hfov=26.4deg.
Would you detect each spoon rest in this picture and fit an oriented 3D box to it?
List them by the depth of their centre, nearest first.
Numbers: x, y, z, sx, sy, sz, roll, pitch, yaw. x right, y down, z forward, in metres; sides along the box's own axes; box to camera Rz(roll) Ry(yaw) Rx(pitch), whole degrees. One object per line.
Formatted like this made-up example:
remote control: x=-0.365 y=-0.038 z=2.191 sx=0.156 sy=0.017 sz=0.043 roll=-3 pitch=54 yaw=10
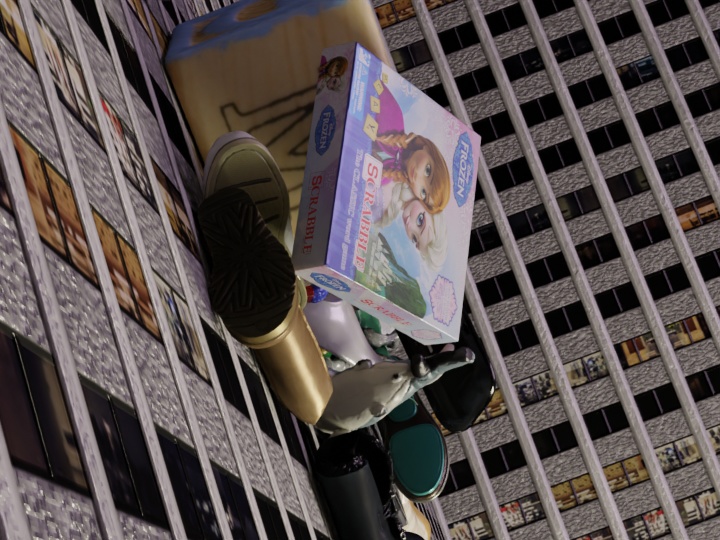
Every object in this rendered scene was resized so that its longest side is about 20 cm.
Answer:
spoon rest: x=-0.009 y=0.059 z=1.512 sx=0.061 sy=0.198 sz=0.100 roll=-62 pitch=180 yaw=30

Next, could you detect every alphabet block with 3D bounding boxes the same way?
alphabet block: x=-0.060 y=-0.159 z=1.467 sx=0.196 sy=0.194 sz=0.202 roll=-99 pitch=169 yaw=-72

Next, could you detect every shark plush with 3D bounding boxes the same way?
shark plush: x=0.019 y=0.102 z=1.463 sx=0.083 sy=0.200 sz=0.091 roll=-9 pitch=64 yaw=-55

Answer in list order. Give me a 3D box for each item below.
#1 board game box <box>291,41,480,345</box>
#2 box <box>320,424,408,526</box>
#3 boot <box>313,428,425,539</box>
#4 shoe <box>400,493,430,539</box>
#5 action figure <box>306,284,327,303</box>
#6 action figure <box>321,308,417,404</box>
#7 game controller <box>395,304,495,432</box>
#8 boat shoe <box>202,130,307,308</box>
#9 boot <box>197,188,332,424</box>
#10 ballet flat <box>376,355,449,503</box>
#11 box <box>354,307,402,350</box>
board game box: x=0.027 y=-0.062 z=1.324 sx=0.199 sy=0.041 sz=0.202 roll=29 pitch=62 yaw=-48
box: x=-0.013 y=0.163 z=1.657 sx=0.201 sy=0.049 sz=0.159 roll=-109 pitch=177 yaw=-47
boot: x=0.016 y=0.228 z=1.437 sx=0.200 sy=0.076 sz=0.170 roll=-52 pitch=126 yaw=-80
shoe: x=0.038 y=0.294 z=1.822 sx=0.054 sy=0.069 sz=0.201 roll=-58 pitch=152 yaw=-28
action figure: x=0.000 y=0.000 z=1.483 sx=0.052 sy=0.198 sz=0.066 roll=58 pitch=-47 yaw=37
action figure: x=-0.012 y=0.079 z=1.576 sx=0.199 sy=0.055 sz=0.119 roll=8 pitch=47 yaw=-54
game controller: x=0.078 y=0.063 z=1.571 sx=0.104 sy=0.042 sz=0.201 roll=-51 pitch=-126 yaw=40
boat shoe: x=-0.095 y=-0.045 z=1.298 sx=0.201 sy=0.074 sz=0.069 roll=81 pitch=-10 yaw=-45
boot: x=-0.063 y=0.053 z=1.233 sx=0.176 sy=0.065 sz=0.201 roll=-107 pitch=178 yaw=-48
ballet flat: x=0.053 y=0.179 z=1.652 sx=0.064 sy=0.067 sz=0.201 roll=77 pitch=-4 yaw=-47
box: x=-0.026 y=0.009 z=1.846 sx=0.160 sy=0.044 sz=0.202 roll=-24 pitch=-94 yaw=62
